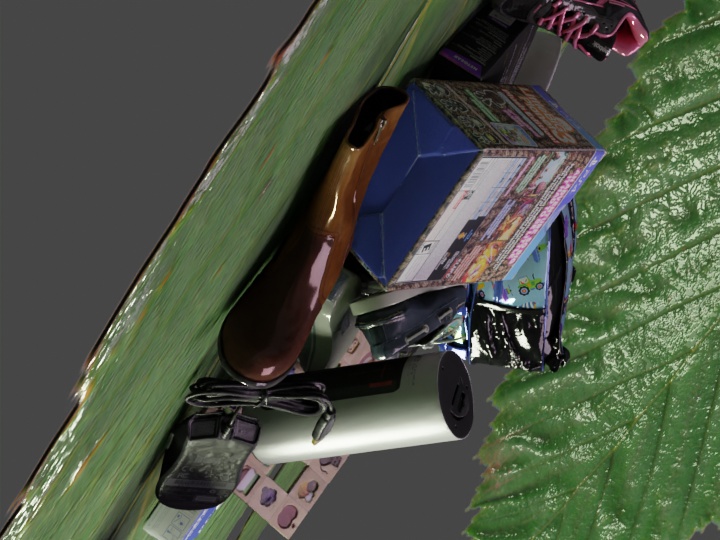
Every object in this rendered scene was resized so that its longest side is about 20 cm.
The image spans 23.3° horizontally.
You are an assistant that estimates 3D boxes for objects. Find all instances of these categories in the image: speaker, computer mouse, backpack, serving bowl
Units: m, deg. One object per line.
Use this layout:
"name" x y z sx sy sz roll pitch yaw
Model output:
"speaker" -0.001 0.123 1.558 0.199 0.082 0.081 -10 -162 26
"computer mouse" -0.101 0.143 1.523 0.200 0.140 0.046 113 -27 -49
"backpack" 0.147 -0.023 1.725 0.183 0.134 0.201 -76 167 -51
"serving bowl" 0.137 -0.170 1.844 0.201 0.066 0.200 -63 -174 12

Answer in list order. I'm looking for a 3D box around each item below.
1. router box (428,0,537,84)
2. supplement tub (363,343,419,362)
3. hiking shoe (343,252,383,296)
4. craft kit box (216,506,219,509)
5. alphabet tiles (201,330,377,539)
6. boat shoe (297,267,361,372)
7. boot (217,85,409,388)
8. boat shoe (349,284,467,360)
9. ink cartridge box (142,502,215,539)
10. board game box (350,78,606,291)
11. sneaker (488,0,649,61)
"router box" 0.096 -0.155 1.650 0.149 0.051 0.200 -49 166 -44
"supplement tub" -0.007 0.069 1.825 0.123 0.122 0.200 -57 175 20
"hiking shoe" 0.000 0.000 1.683 0.101 0.076 0.200 -34 168 27
"craft kit box" -0.097 0.150 1.969 0.198 0.048 0.200 -55 175 24
"alphabet tiles" -0.061 0.133 1.674 0.200 0.167 0.008 -53 -146 -14
"boat shoe" -0.043 0.039 1.588 0.070 0.071 0.201 -52 167 -22
"boot" -0.030 -0.023 1.333 0.188 0.068 0.200 -49 171 -47
"boat shoe" 0.052 0.042 1.578 0.075 0.062 0.200 -15 179 19
"ink cartridge box" -0.141 0.189 1.792 0.200 0.044 0.094 -56 173 6
"board game box" 0.093 -0.076 1.537 0.200 0.097 0.160 -4 135 -52
"sneaker" 0.193 -0.234 1.569 0.199 0.096 0.079 -2 152 -45
